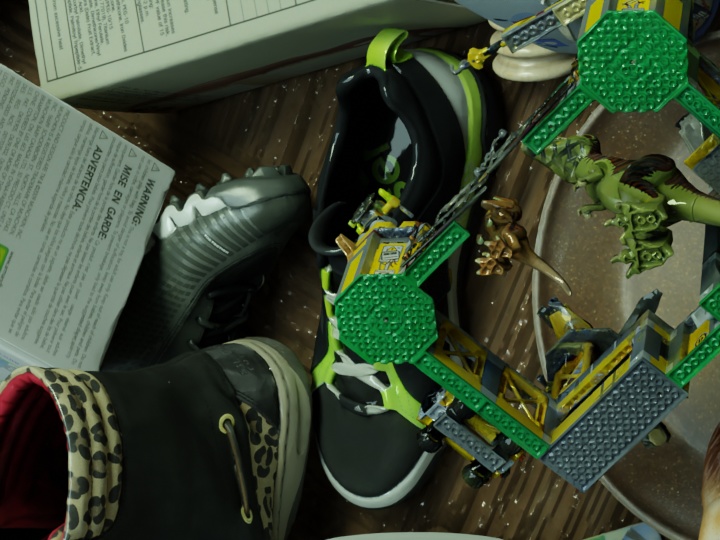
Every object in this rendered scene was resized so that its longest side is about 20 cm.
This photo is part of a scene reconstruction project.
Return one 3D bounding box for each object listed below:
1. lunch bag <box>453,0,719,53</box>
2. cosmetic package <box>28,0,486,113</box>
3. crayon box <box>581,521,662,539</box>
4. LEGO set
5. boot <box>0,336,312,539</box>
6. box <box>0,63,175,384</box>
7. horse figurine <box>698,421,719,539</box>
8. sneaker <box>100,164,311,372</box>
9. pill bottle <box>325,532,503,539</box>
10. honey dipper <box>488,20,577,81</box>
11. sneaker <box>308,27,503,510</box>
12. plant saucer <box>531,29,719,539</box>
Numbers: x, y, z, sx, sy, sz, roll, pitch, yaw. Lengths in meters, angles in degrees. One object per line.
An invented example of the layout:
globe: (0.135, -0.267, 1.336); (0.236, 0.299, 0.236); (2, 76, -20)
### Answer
lunch bag: (0.082, -0.177, 0.899); (0.075, 0.160, 0.201); (4, 80, 35)
cosmetic package: (-0.042, -0.136, 1.050); (0.199, 0.087, 0.104); (-11, 83, 37)
crayon box: (0.101, 0.197, 0.925); (0.052, 0.125, 0.201); (-43, 63, 63)
LEGO set: (0.090, -0.026, 0.882); (0.153, 0.116, 0.200); (31, 120, -7)
boot: (-0.092, 0.126, 1.008); (0.073, 0.150, 0.201); (14, 97, 37)
box: (-0.187, -0.004, 1.096); (0.200, 0.101, 0.113); (-17, 48, 53)
horse figurine: (0.168, 0.124, 0.884); (0.132, 0.050, 0.201); (-21, 83, 30)
sneaker: (-0.080, 0.030, 1.099); (0.200, 0.066, 0.091); (-37, 73, 35)
pill bottle: (0.022, 0.209, 0.997); (0.112, 0.112, 0.201); (0, 92, 36)
honey dipper: (0.061, -0.172, 0.960); (0.038, 0.038, 0.201); (12, 120, 36)
sneaker: (0.000, 0.000, 1.025); (0.071, 0.083, 0.201); (13, 99, 36)
plant saucer: (0.157, 0.009, 0.938); (0.199, 0.037, 0.202); (1, 91, 36)
